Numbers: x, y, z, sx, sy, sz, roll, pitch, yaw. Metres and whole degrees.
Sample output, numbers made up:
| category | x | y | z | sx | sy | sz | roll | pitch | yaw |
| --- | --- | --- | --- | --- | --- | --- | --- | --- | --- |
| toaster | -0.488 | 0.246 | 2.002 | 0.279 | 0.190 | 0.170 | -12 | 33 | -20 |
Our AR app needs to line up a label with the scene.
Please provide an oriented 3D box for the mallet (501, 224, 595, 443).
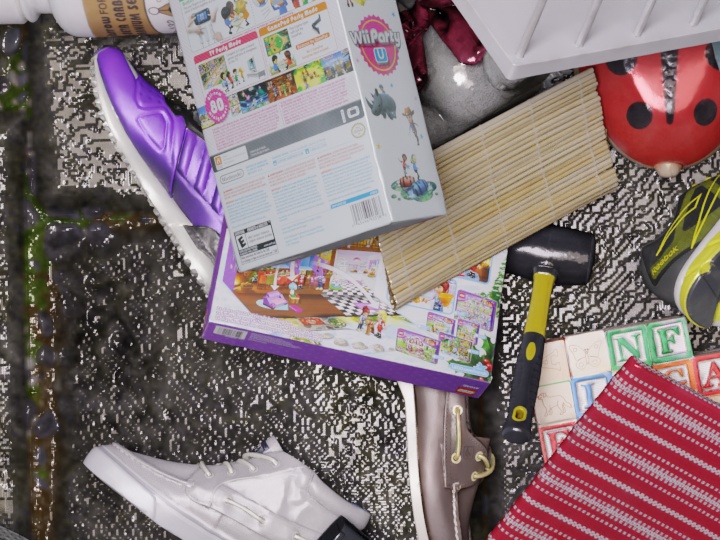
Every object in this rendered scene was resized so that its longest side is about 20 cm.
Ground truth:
| category | x | y | z | sx | sy | sz | roll | pitch | yaw |
| --- | --- | --- | --- | --- | --- | --- | --- | --- | --- |
| mallet | 0.130 | 0.042 | 1.529 | 0.066 | 0.200 | 0.041 | 4 | 134 | 1 |

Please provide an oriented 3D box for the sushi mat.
| category | x | y | z | sx | sy | sz | roll | pitch | yaw |
| --- | --- | --- | --- | --- | --- | --- | --- | --- | --- |
| sushi mat | 0.092 | -0.057 | 1.523 | 0.200 | 0.012 | 0.096 | -28 | 117 | -22 |

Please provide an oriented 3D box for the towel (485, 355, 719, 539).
| category | x | y | z | sx | sy | sz | roll | pitch | yaw |
| --- | --- | --- | --- | --- | --- | --- | --- | --- | --- |
| towel | 0.186 | 0.161 | 1.534 | 0.144 | 0.023 | 0.200 | 28 | 116 | -16 |

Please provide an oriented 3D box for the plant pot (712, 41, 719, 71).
| category | x | y | z | sx | sy | sz | roll | pitch | yaw |
| --- | --- | --- | --- | --- | --- | --- | --- | --- | --- |
| plant pot | 0.342 | -0.253 | 1.461 | 0.196 | 0.200 | 0.197 | -15 | 88 | -19 |

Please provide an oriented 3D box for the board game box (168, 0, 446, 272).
| category | x | y | z | sx | sy | sz | roll | pitch | yaw |
| --- | --- | --- | --- | --- | --- | --- | --- | --- | --- |
| board game box | -0.036 | -0.114 | 1.441 | 0.147 | 0.064 | 0.201 | -16 | 88 | 42 |

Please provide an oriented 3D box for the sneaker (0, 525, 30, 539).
| category | x | y | z | sx | sy | sz | roll | pitch | yaw |
| --- | --- | --- | --- | --- | --- | --- | --- | --- | --- |
| sneaker | -0.236 | 0.286 | 1.594 | 0.202 | 0.077 | 0.146 | 38 | 90 | 2 |

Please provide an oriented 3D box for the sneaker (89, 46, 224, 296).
| category | x | y | z | sx | sy | sz | roll | pitch | yaw |
| --- | --- | --- | --- | --- | --- | --- | --- | --- | --- |
| sneaker | -0.115 | -0.083 | 1.596 | 0.099 | 0.070 | 0.201 | -31 | 92 | -3 |

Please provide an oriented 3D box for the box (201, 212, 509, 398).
| category | x | y | z | sx | sy | sz | roll | pitch | yaw |
| --- | --- | --- | --- | --- | --- | --- | --- | --- | --- |
| box | 0.000 | 0.000 | 1.537 | 0.199 | 0.039 | 0.137 | 13 | 67 | -8 |

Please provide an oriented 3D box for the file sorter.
| category | x | y | z | sx | sy | sz | roll | pitch | yaw |
| --- | --- | --- | --- | --- | --- | --- | --- | --- | --- |
| file sorter | 0.159 | -0.226 | 1.410 | 0.199 | 0.125 | 0.139 | -13 | 54 | -28 |

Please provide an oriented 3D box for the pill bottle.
| category | x | y | z | sx | sy | sz | roll | pitch | yaw |
| --- | --- | --- | --- | --- | --- | --- | --- | --- | --- |
| pill bottle | -0.171 | -0.223 | 1.571 | 0.199 | 0.114 | 0.115 | -2 | 90 | 4 |

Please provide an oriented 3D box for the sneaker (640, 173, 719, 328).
| category | x | y | z | sx | sy | sz | roll | pitch | yaw |
| --- | --- | --- | --- | --- | --- | --- | --- | --- | --- |
| sneaker | 0.268 | -0.052 | 1.558 | 0.200 | 0.085 | 0.075 | -46 | 129 | -16 |

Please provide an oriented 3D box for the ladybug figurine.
| category | x | y | z | sx | sy | sz | roll | pitch | yaw |
| --- | --- | --- | --- | --- | --- | --- | --- | --- | --- |
| ladybug figurine | 0.215 | -0.166 | 1.563 | 0.135 | 0.072 | 0.201 | -5 | 90 | 4 |

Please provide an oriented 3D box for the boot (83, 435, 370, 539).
| category | x | y | z | sx | sy | sz | roll | pitch | yaw |
| --- | --- | --- | --- | --- | --- | --- | --- | --- | --- |
| boot | -0.092 | 0.156 | 1.594 | 0.200 | 0.074 | 0.096 | 33 | 86 | -5 |

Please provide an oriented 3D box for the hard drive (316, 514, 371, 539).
| category | x | y | z | sx | sy | sz | roll | pitch | yaw |
| --- | --- | --- | --- | --- | --- | --- | --- | --- | --- |
| hard drive | 0.014 | 0.288 | 1.570 | 0.200 | 0.033 | 0.140 | 41 | 93 | -14 |

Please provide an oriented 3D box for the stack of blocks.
| category | x | y | z | sx | sy | sz | roll | pitch | yaw |
| --- | --- | --- | --- | --- | --- | --- | --- | --- | --- |
| stack of blocks | 0.222 | 0.091 | 1.569 | 0.199 | 0.059 | 0.116 | -10 | 89 | 4 |

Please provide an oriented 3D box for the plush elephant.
| category | x | y | z | sx | sy | sz | roll | pitch | yaw |
| --- | --- | --- | --- | --- | --- | --- | --- | --- | --- |
| plush elephant | 0.058 | -0.176 | 1.519 | 0.165 | 0.200 | 0.155 | -33 | 85 | 32 |

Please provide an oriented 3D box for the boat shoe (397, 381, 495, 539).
| category | x | y | z | sx | sy | sz | roll | pitch | yaw |
| --- | --- | --- | --- | --- | --- | --- | --- | --- | --- |
| boat shoe | 0.063 | 0.120 | 1.577 | 0.059 | 0.072 | 0.201 | -8 | 84 | 7 |
